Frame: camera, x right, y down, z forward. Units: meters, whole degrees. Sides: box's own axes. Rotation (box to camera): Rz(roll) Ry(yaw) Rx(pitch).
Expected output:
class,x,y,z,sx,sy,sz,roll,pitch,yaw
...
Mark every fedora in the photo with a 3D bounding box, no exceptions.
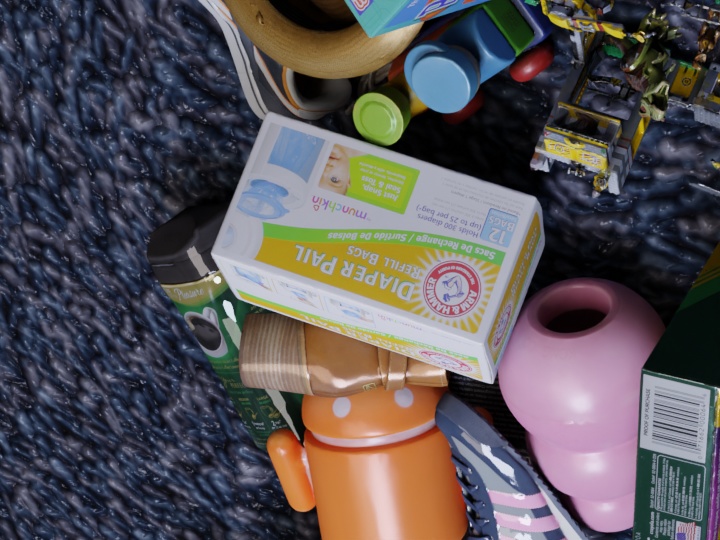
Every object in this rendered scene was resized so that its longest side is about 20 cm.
class,x,y,z,sx,sy,sz,roll,pitch,yaw
fedora,-0.010,-0.231,1.410,0.199,0.082,0.203,8,106,29

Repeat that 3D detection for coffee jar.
class,x,y,z,sx,sy,sz,roll,pitch,yaw
coffee jar,-0.083,0.040,1.646,0.104,0.085,0.201,-3,121,59

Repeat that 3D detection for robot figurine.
class,x,y,z,sx,sy,sz,roll,pitch,yaw
robot figurine,0.016,0.143,1.579,0.143,0.116,0.202,8,113,44

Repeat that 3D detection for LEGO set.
class,x,y,z,sx,sy,sz,roll,pitch,yaw
LEGO set,0.186,-0.103,1.329,0.198,0.117,0.154,22,160,11

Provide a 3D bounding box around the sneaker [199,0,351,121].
class,x,y,z,sx,sy,sz,roll,pitch,yaw
sneaker,-0.065,-0.194,1.488,0.079,0.079,0.201,4,133,42

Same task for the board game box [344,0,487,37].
class,x,y,z,sx,sy,sz,roll,pitch,yaw
board game box,0.098,-0.219,1.280,0.045,0.199,0.152,57,135,10

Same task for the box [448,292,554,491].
class,x,y,z,sx,sy,sz,roll,pitch,yaw
box,0.070,0.075,1.611,0.142,0.036,0.202,6,121,31

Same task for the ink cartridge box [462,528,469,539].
class,x,y,z,sx,sy,sz,roll,pitch,yaw
ink cartridge box,0.109,0.286,1.615,0.082,0.200,0.146,-24,106,39

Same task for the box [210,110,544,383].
class,x,y,z,sx,sy,sz,roll,pitch,yaw
box,0.015,-0.014,1.443,0.198,0.113,0.101,18,165,12

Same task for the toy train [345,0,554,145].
class,x,y,z,sx,sy,sz,roll,pitch,yaw
toy train,0.031,-0.121,1.449,0.199,0.116,0.085,-30,101,42

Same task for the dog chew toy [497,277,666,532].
class,x,y,z,sx,sy,sz,roll,pitch,yaw
dog chew toy,0.169,0.104,1.515,0.123,0.125,0.201,7,132,29

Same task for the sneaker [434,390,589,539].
class,x,y,z,sx,sy,sz,roll,pitch,yaw
sneaker,0.101,0.179,1.527,0.201,0.082,0.070,52,175,-18

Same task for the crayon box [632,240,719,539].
class,x,y,z,sx,sy,sz,roll,pitch,yaw
crayon box,0.237,0.106,1.427,0.058,0.173,0.202,13,126,21

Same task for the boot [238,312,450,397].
class,x,y,z,sx,sy,sz,roll,pitch,yaw
boot,0.000,0.000,1.535,0.154,0.201,0.077,0,143,12
